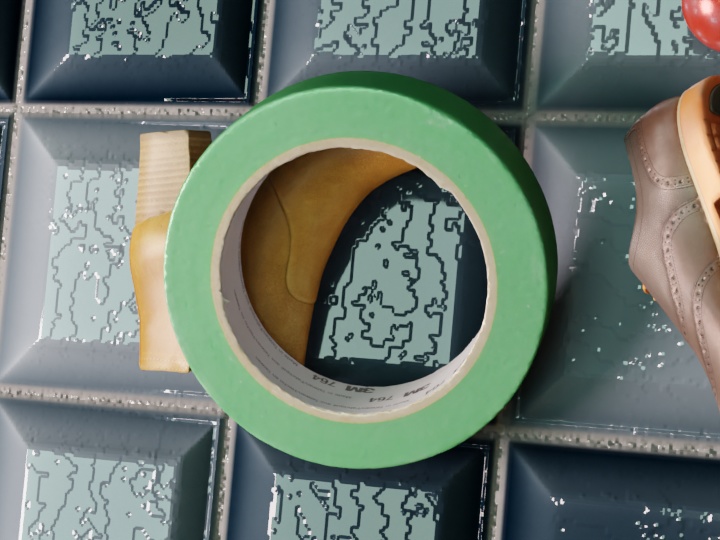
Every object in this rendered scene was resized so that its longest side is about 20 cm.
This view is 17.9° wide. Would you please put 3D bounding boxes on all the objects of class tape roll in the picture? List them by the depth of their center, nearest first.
[{"bbox_3d":[0.000,0.000,1.176,0.199,0.048,0.202,3,106,11],"label":"tape roll"}]

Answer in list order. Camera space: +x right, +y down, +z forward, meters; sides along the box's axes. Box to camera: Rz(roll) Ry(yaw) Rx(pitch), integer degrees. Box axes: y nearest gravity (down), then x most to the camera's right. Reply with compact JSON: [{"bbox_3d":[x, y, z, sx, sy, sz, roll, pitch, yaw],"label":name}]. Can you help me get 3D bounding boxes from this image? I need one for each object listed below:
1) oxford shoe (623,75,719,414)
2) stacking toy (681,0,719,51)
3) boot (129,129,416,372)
[{"bbox_3d":[0.177,0.010,1.128,0.073,0.071,0.201,-23,68,43],"label":"oxford shoe"},{"bbox_3d":[0.219,-0.199,1.120,0.085,0.085,0.201,29,103,27],"label":"stacking toy"},{"bbox_3d":[-0.033,-0.008,1.237,0.200,0.071,0.145,-4,92,24],"label":"boot"}]
